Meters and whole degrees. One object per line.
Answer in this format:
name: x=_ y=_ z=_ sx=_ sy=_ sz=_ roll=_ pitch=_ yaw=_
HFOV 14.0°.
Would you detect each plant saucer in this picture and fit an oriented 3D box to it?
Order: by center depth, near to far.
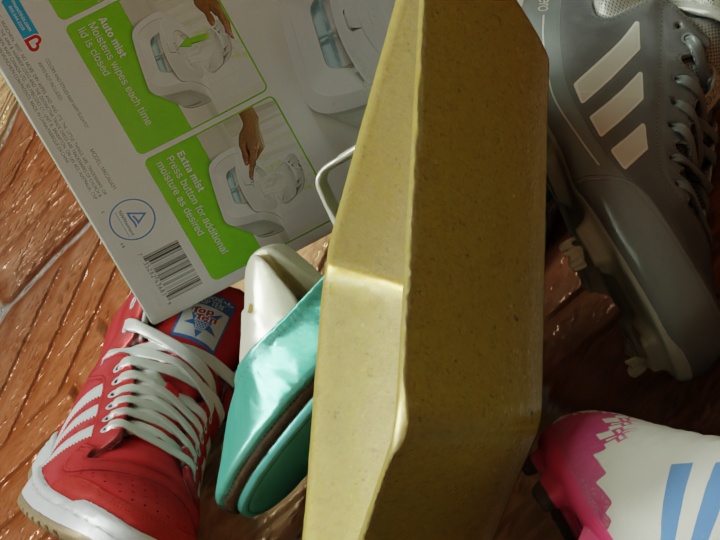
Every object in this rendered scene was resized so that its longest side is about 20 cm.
plant saucer: x=0.020 y=0.024 z=0.920 sx=0.200 sy=0.048 sz=0.200 roll=107 pitch=170 yaw=-54

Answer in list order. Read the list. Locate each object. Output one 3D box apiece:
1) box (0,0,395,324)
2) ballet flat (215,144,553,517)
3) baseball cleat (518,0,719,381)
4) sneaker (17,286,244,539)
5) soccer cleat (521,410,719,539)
box: x=-0.052 y=-0.112 z=1.109 sx=0.176 sy=0.200 sz=0.097 roll=-28 pitch=29 yaw=3
ballet flat: x=0.000 y=0.000 z=1.083 sx=0.200 sy=0.070 sz=0.067 roll=-48 pitch=-15 yaw=13
baseball cleat: x=0.099 y=-0.052 z=0.969 sx=0.106 sy=0.070 sz=0.200 roll=-24 pitch=47 yaw=0
sneaker: x=-0.077 y=0.057 z=1.143 sx=0.113 sy=0.071 sz=0.200 roll=-57 pitch=12 yaw=0
soccer cleat: x=0.109 y=0.078 z=0.803 sx=0.086 sy=0.070 sz=0.200 roll=-31 pitch=20 yaw=-3
